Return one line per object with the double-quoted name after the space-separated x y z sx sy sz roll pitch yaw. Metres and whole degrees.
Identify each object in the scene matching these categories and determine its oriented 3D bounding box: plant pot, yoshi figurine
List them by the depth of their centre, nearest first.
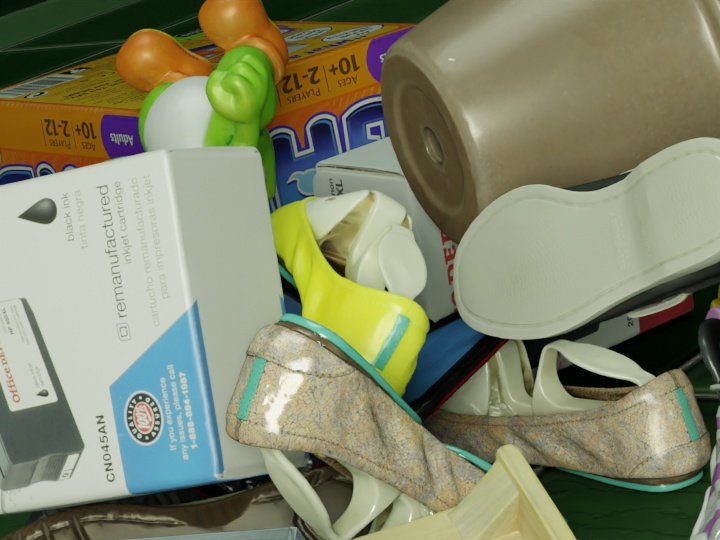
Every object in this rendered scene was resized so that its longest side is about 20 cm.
-0.096 -0.057 1.299 0.112 0.112 0.200 6 48 -3 "yoshi figurine"
0.111 -0.091 1.350 0.175 0.200 0.200 -23 17 -17 "plant pot"

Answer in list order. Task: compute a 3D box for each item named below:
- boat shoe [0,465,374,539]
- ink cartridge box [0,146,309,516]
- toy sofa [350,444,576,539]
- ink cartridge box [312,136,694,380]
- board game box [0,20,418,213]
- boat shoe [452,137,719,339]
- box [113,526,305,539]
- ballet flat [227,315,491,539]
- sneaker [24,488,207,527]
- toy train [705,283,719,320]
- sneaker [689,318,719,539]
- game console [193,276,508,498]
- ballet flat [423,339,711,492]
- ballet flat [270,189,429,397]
-0.083 0.140 1.193 0.200 0.072 0.076 -9 -12 -7 "boat shoe"
-0.137 0.033 1.166 0.200 0.145 0.084 -11 -3 28 "ink cartridge box"
-0.008 0.154 1.052 0.200 0.098 0.083 -15 39 -15 "toy sofa"
0.084 -0.016 1.481 0.200 0.146 0.083 -22 20 -36 "ink cartridge box"
-0.081 -0.027 1.540 0.200 0.200 0.200 -21 17 -33 "board game box"
0.122 -0.014 1.191 0.060 0.074 0.200 3 -19 -39 "boat shoe"
-0.117 0.174 0.939 0.200 0.051 0.158 -6 49 19 "box"
0.012 0.093 1.122 0.068 0.200 0.067 9 66 51 "ballet flat"
-0.112 0.120 1.299 0.082 0.070 0.200 -24 2 38 "sneaker"
0.250 0.040 1.333 0.150 0.056 0.200 5 12 7 "toy train"
0.171 0.062 1.112 0.078 0.140 0.200 -7 14 15 "sneaker"
-0.017 0.026 1.293 0.172 0.119 0.200 33 34 12 "game console"
0.091 0.066 1.312 0.200 0.067 0.068 1 18 41 "ballet flat"
0.000 0.000 1.226 0.067 0.067 0.200 26 17 -17 "ballet flat"
